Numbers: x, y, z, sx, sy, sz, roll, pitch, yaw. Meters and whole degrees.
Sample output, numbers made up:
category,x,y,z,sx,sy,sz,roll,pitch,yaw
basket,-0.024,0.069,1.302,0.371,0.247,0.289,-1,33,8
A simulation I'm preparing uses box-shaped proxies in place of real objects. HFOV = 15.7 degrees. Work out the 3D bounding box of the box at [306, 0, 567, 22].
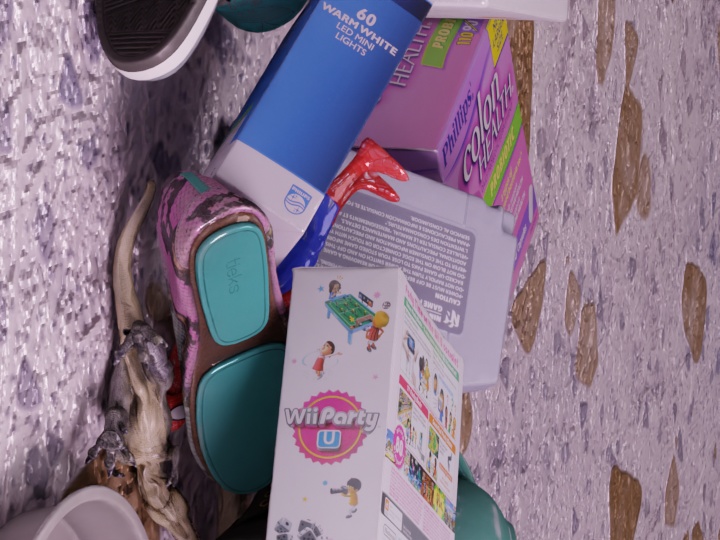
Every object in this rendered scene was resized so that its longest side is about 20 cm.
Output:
category,x,y,z,sx,sy,sz,roll,pitch,yaw
box,0.035,-0.212,1.619,0.200,0.152,0.107,-10,102,-72

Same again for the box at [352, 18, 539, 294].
category,x,y,z,sx,sy,sz,roll,pitch,yaw
box,0.044,-0.059,1.756,0.176,0.096,0.200,-67,152,-46

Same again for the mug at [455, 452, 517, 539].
category,x,y,z,sx,sy,sz,roll,pitch,yaw
mug,0.045,0.196,1.692,0.152,0.114,0.186,-97,-174,-69

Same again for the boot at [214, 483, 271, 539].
category,x,y,z,sx,sy,sz,roll,pitch,yaw
boot,-0.036,0.122,1.456,0.200,0.077,0.139,114,-1,-84

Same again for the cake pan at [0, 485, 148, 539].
category,x,y,z,sx,sy,sz,roll,pitch,yaw
cake pan,-0.153,0.206,1.297,0.200,0.037,0.201,3,90,-72

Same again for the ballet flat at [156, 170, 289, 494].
category,x,y,z,sx,sy,sz,roll,pitch,yaw
ballet flat,-0.073,0.027,1.373,0.071,0.069,0.200,-126,-159,-44

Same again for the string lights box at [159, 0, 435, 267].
category,x,y,z,sx,sy,sz,roll,pitch,yaw
string lights box,-0.029,-0.090,1.423,0.200,0.059,0.103,-61,-173,-31

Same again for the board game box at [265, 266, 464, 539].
category,x,y,z,sx,sy,sz,roll,pitch,yaw
board game box,0.004,0.117,1.375,0.148,0.064,0.201,55,38,-63

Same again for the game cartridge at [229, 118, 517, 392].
category,x,y,z,sx,sy,sz,roll,pitch,yaw
game cartridge,0.000,0.000,1.557,0.200,0.041,0.134,19,65,-27

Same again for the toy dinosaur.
category,x,y,z,sx,sy,sz,roll,pitch,yaw
toy dinosaur,-0.117,0.058,1.375,0.088,0.047,0.201,-68,155,-79

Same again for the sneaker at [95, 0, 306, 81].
category,x,y,z,sx,sy,sz,roll,pitch,yaw
sneaker,-0.079,-0.158,1.409,0.121,0.083,0.201,55,39,-46

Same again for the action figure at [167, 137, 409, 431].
category,x,y,z,sx,sy,sz,roll,pitch,yaw
action figure,-0.049,0.014,1.463,0.200,0.052,0.065,-45,179,-16
